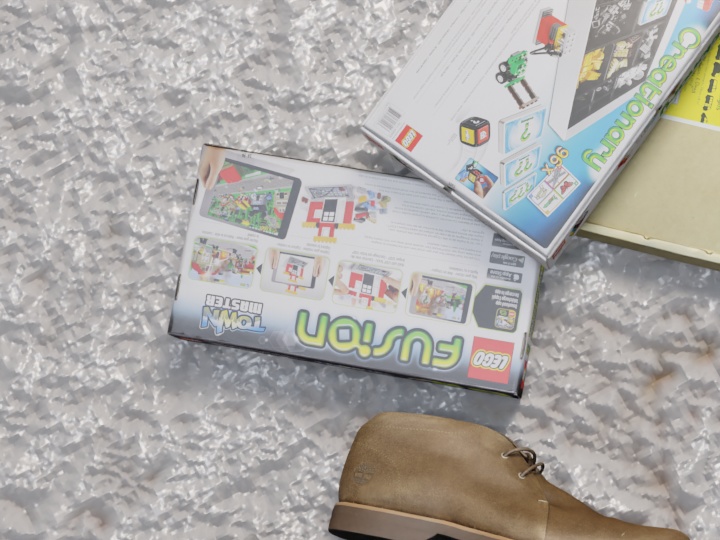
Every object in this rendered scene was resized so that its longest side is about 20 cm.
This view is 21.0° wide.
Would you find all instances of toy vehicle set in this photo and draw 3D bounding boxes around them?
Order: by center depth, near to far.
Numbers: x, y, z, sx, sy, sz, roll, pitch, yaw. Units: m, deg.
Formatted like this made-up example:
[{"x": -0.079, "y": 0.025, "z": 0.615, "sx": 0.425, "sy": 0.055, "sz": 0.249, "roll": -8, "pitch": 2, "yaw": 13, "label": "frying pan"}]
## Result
[{"x": 0.193, "y": -0.104, "z": 1.065, "sx": 0.123, "sy": 0.027, "sz": 0.201, "roll": 15, "pitch": 85, "yaw": 10, "label": "toy vehicle set"}]

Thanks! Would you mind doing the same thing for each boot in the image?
[{"x": 0.085, "y": 0.122, "z": 1.034, "sx": 0.199, "sy": 0.074, "sz": 0.076, "roll": 10, "pitch": 74, "yaw": 11, "label": "boot"}]

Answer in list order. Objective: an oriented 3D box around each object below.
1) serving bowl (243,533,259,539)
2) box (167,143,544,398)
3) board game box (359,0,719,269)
[{"x": -0.106, "y": 0.225, "z": 0.984, "sx": 0.200, "sy": 0.200, "sz": 0.066, "roll": -45, "pitch": 87, "yaw": 1, "label": "serving bowl"}, {"x": 0.000, "y": 0.000, "z": 1.075, "sx": 0.199, "sy": 0.035, "sz": 0.111, "roll": 10, "pitch": 85, "yaw": 9, "label": "box"}, {"x": 0.109, "y": -0.118, "z": 1.044, "sx": 0.126, "sy": 0.035, "sz": 0.200, "roll": 36, "pitch": 87, "yaw": 12, "label": "board game box"}]
